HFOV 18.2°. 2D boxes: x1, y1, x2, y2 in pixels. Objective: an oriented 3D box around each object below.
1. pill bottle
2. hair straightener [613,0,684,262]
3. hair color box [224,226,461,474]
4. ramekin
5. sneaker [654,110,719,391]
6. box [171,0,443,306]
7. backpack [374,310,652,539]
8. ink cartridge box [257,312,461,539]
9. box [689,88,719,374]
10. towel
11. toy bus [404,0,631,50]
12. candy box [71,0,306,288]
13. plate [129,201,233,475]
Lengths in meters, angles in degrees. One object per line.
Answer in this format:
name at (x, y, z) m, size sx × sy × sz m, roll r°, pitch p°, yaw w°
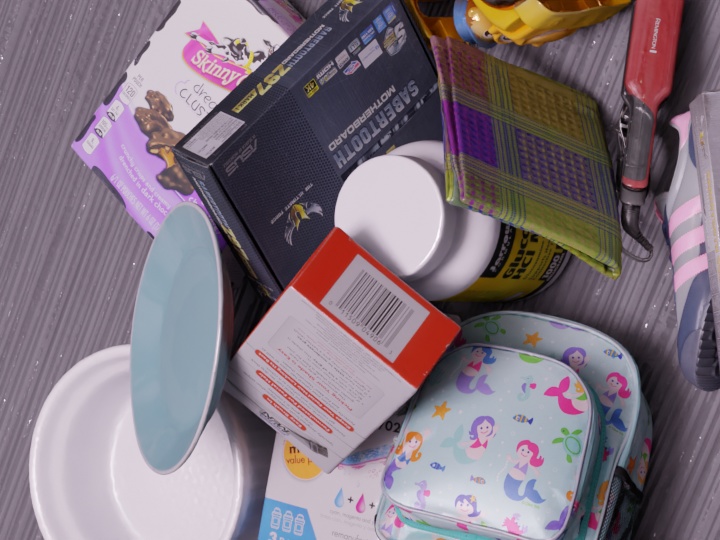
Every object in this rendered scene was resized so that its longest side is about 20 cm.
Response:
pill bottle at (0.066, -0.034, 1.597) m, size 0.112 × 0.200 × 0.113 m, roll 0°, pitch 89°, yaw 29°
hair straightener at (0.204, -0.101, 1.601) m, size 0.041 × 0.077 × 0.201 m, roll 3°, pitch 77°, yaw 1°
hair color box at (-0.019, 0.059, 1.562) m, size 0.111 × 0.064 × 0.200 m, roll 39°, pitch 151°, yaw -1°
ramekin at (-0.154, 0.158, 1.774) m, size 0.200 × 0.098 × 0.202 m, roll 0°, pitch 89°, yaw 29°
sneaker at (0.242, -0.018, 1.584) m, size 0.082 × 0.070 × 0.201 m, roll 10°, pitch 89°, yaw 44°
box at (-0.024, -0.090, 1.624) m, size 0.200 × 0.158 × 0.051 m, roll -44°, pitch 42°, yaw -19°
backpack at (0.112, 0.127, 1.587) m, size 0.177 × 0.151 × 0.201 m, roll 14°, pitch 65°, yaw 22°
ink cartridge box at (0.000, 0.123, 1.706) m, size 0.115 × 0.068 × 0.201 m, roll 11°, pitch 94°, yaw 27°
box at (0.311, -0.027, 1.506) m, size 0.158 × 0.048 × 0.201 m, roll -5°, pitch 85°, yaw -4°
towel at (0.115, -0.084, 1.563) m, size 0.023 × 0.143 × 0.200 m, roll -54°, pitch 25°, yaw 33°
toy bus at (0.072, -0.228, 1.648) m, size 0.192 × 0.135 × 0.201 m, roll -39°, pitch 73°, yaw 36°
candy box at (-0.106, -0.116, 1.768) m, size 0.168 × 0.071 × 0.200 m, roll 47°, pitch 110°, yaw 22°
plate at (-0.127, 0.050, 1.645) m, size 0.200 × 0.025 × 0.201 m, roll -173°, pitch 90°, yaw -68°
